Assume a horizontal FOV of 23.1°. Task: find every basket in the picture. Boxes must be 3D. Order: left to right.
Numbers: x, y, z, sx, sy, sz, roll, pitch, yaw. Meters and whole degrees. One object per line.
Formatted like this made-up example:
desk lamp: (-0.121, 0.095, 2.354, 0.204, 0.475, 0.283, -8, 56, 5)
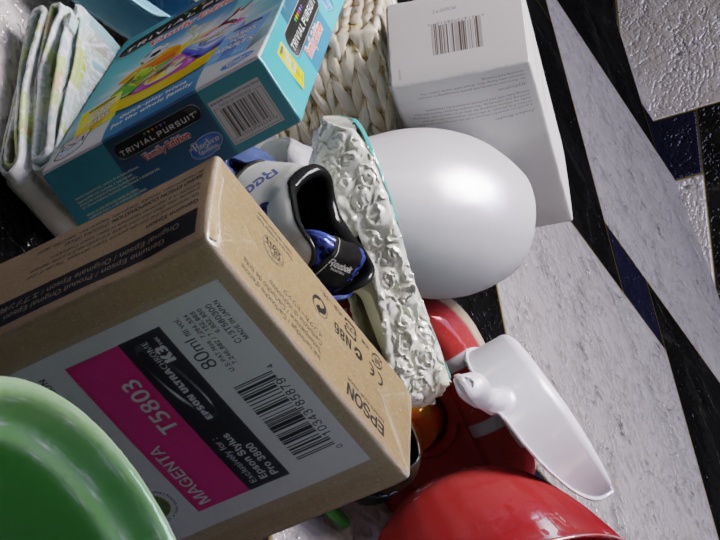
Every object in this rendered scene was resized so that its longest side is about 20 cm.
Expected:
basket: (-0.019, -0.118, 1.372, 0.136, 0.123, 0.201, -81, 157, -60)

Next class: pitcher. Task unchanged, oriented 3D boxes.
pitcher: (0.010, -0.052, 1.267, 0.199, 0.122, 0.172, 5, 17, -25)

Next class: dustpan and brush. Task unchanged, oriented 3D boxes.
dustpan and brush: (0.104, 0.091, 1.201, 0.140, 0.057, 0.200, 55, -1, 25)

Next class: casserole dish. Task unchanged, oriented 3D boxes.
casserole dish: (-0.176, -0.221, 1.236, 0.121, 0.039, 0.200, 32, 22, -30)

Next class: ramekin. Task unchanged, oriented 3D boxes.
ramekin: (-0.157, 0.156, 0.749, 0.200, 0.097, 0.200, 52, 21, -30)

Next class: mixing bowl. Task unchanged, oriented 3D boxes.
mixing bowl: (0.081, 0.208, 1.214, 0.200, 0.200, 0.109, 40, 15, -50)

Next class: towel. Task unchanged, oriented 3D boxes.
towel: (-0.152, -0.057, 1.132, 0.200, 0.048, 0.172, 49, 26, -37)

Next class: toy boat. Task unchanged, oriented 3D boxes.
toy boat: (0.034, 0.112, 1.296, 0.201, 0.130, 0.131, 61, 29, -5)

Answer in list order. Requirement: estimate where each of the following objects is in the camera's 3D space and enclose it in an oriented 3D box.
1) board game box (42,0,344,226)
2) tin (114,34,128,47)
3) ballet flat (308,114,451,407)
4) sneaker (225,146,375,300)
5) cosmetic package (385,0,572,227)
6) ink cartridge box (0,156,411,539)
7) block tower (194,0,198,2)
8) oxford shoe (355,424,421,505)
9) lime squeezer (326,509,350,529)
board game box: (-0.094, -0.116, 1.057, 0.047, 0.150, 0.200, 56, 22, -22)
tin: (-0.134, -0.144, 1.309, 0.112, 0.042, 0.200, 62, 18, -18)
ballet flat: (0.000, 0.000, 1.127, 0.201, 0.071, 0.072, 69, 18, -5)
sneaker: (-0.059, 0.015, 1.062, 0.080, 0.115, 0.200, 26, 72, -45)
cosmetic package: (0.092, -0.115, 1.336, 0.200, 0.107, 0.085, 67, 16, -54)
ink cartridge box: (-0.090, 0.058, 0.954, 0.200, 0.164, 0.075, 51, 24, -32)
block tower: (-0.101, -0.230, 1.282, 0.200, 0.054, 0.058, -111, -177, -78)
oxford shoe: (-0.021, 0.061, 1.194, 0.073, 0.084, 0.200, -38, 88, -29)
lime squeezer: (-0.060, 0.114, 1.186, 0.200, 0.038, 0.071, 56, -12, -19)
